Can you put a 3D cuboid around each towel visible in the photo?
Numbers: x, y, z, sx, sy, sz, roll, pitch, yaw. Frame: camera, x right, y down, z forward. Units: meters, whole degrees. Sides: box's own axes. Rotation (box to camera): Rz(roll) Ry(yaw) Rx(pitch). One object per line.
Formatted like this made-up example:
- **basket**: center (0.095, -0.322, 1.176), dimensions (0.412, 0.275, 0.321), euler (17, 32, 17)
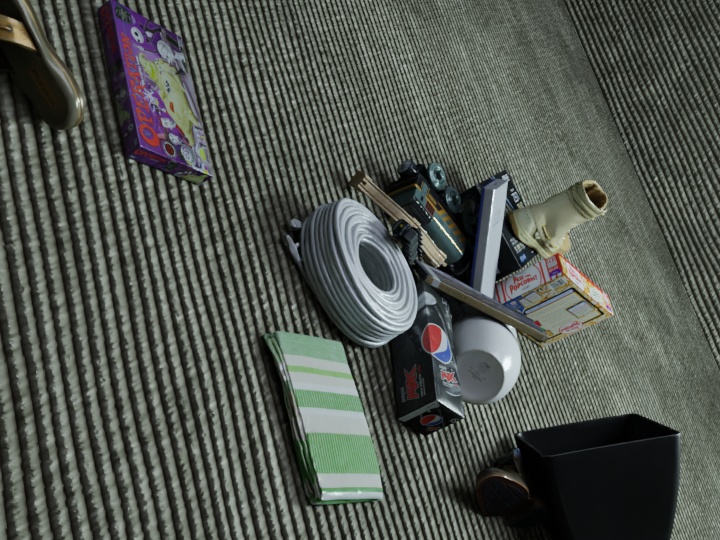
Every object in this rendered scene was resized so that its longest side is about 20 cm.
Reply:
- **towel**: center (-0.039, 0.169, 1.201), dimensions (0.152, 0.023, 0.201), euler (17, 50, -56)

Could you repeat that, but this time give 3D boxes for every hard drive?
- **hard drive**: center (0.207, -0.042, 1.704), dimensions (0.132, 0.025, 0.202), euler (-34, 132, -70)

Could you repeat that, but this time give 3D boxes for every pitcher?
- **pitcher**: center (0.155, 0.102, 1.532), dimensions (0.171, 0.121, 0.200), euler (39, 18, -4)

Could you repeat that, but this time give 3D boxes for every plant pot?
- **plant pot**: center (0.352, 0.325, 1.534), dimensions (0.200, 0.198, 0.179), euler (-179, -98, -86)

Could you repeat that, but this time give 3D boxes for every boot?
- **boot**: center (0.367, -0.090, 1.836), dimensions (0.200, 0.155, 0.073), euler (24, 45, -52)
- **boot**: center (0.197, 0.292, 1.471), dimensions (0.200, 0.074, 0.097), euler (46, 19, -50)

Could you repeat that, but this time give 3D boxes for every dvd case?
- **dvd case**: center (0.173, 0.042, 1.547), dimensions (0.199, 0.016, 0.149), euler (26, 7, -9)

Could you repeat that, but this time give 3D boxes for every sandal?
- **sandal**: center (-0.336, -0.214, 0.982), dimensions (0.054, 0.080, 0.201), euler (-45, 111, -41)

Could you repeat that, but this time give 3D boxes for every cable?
- **cable**: center (0.000, 0.000, 1.376), dimensions (0.201, 0.069, 0.200), euler (62, 26, 0)

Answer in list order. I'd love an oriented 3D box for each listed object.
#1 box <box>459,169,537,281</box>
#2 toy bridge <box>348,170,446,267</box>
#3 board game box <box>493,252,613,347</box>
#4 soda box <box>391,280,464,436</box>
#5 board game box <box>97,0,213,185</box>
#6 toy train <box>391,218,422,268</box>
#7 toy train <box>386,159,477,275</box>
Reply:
- **box**: center (0.239, -0.078, 1.867), dimensions (0.165, 0.086, 0.200), euler (62, 26, 0)
- **toy bridge**: center (0.066, -0.070, 1.560), dimensions (0.200, 0.027, 0.067), euler (43, -3, -26)
- **board game box**: center (0.332, 0.057, 1.836), dimensions (0.200, 0.151, 0.047), euler (34, 38, -46)
- **soda box**: center (0.087, 0.117, 1.421), dimensions (0.063, 0.071, 0.201), euler (35, 36, -38)
- **board game box**: center (-0.234, -0.203, 1.194), dimensions (0.120, 0.032, 0.201), euler (15, 53, -51)
- **toy train**: center (0.064, -0.039, 1.487), dimensions (0.046, 0.034, 0.200), euler (42, -5, 9)
- **toy train**: center (0.116, -0.082, 1.664), dimensions (0.200, 0.085, 0.114), euler (50, 42, -29)
